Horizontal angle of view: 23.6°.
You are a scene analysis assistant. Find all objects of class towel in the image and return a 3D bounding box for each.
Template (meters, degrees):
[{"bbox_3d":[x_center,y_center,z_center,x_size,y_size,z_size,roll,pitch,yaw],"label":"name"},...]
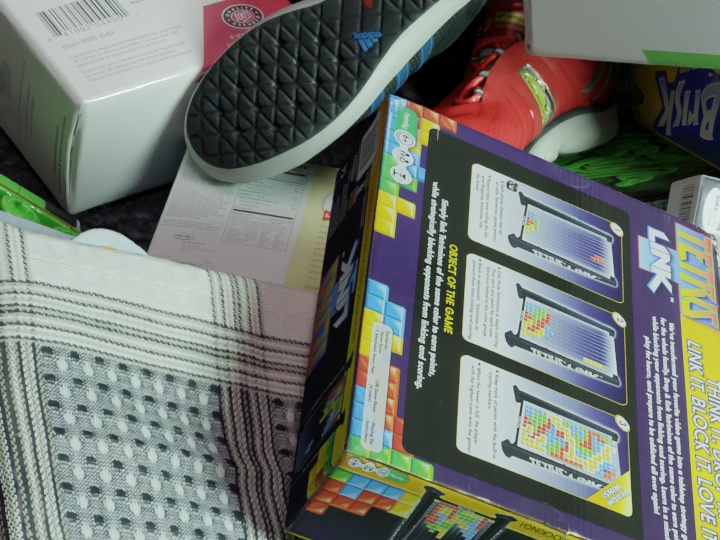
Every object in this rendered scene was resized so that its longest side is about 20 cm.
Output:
[{"bbox_3d":[-0.045,0.078,0.618,0.200,0.035,0.193,18,43,-38],"label":"towel"}]

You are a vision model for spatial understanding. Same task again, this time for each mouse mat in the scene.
[{"bbox_3d":[0.176,-0.070,0.924,0.200,0.008,0.161,-13,21,-16],"label":"mouse mat"}]

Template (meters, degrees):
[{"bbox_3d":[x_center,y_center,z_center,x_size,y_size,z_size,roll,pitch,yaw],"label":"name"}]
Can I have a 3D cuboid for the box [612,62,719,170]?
[{"bbox_3d":[0.192,-0.101,0.902,0.070,0.064,0.200,-9,18,-11],"label":"box"}]

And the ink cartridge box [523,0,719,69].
[{"bbox_3d":[0.192,-0.160,0.842,0.145,0.084,0.200,10,23,37],"label":"ink cartridge box"}]

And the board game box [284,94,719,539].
[{"bbox_3d":[0.064,0.039,0.678,0.165,0.057,0.200,24,42,-14],"label":"board game box"}]

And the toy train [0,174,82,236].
[{"bbox_3d":[-0.207,-0.050,0.789,0.200,0.042,0.056,34,20,-26],"label":"toy train"}]

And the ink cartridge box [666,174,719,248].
[{"bbox_3d":[0.238,0.025,0.836,0.200,0.039,0.100,13,82,-15],"label":"ink cartridge box"}]

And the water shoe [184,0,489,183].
[{"bbox_3d":[0.005,-0.107,0.848,0.072,0.200,0.079,56,11,19],"label":"water shoe"}]

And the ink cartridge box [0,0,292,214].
[{"bbox_3d":[-0.140,-0.139,0.919,0.145,0.085,0.200,-21,56,-31],"label":"ink cartridge box"}]

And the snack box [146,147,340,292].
[{"bbox_3d":[0.000,0.000,0.833,0.199,0.037,0.116,9,40,4],"label":"snack box"}]

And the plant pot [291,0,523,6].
[{"bbox_3d":[0.037,-0.238,0.950,0.196,0.196,0.200,-3,31,-18],"label":"plant pot"}]

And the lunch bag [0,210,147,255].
[{"bbox_3d":[-0.150,0.060,0.668,0.200,0.127,0.170,21,36,17],"label":"lunch bag"}]

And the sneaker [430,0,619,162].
[{"bbox_3d":[0.067,-0.094,0.874,0.077,0.085,0.200,9,22,30],"label":"sneaker"}]
